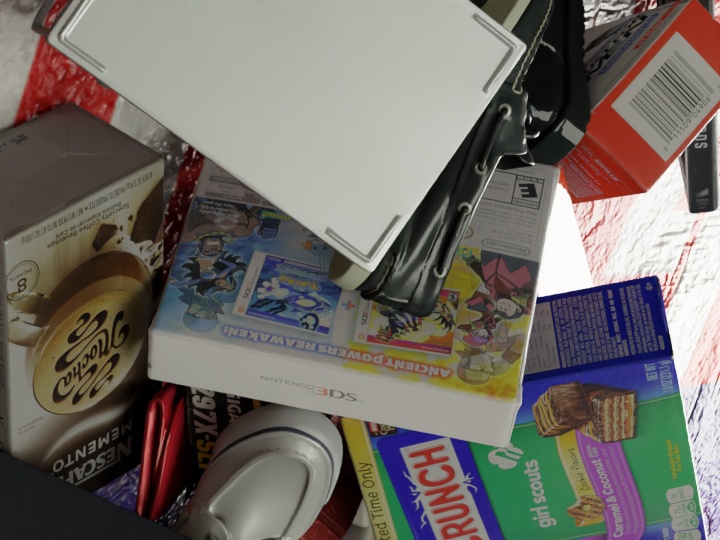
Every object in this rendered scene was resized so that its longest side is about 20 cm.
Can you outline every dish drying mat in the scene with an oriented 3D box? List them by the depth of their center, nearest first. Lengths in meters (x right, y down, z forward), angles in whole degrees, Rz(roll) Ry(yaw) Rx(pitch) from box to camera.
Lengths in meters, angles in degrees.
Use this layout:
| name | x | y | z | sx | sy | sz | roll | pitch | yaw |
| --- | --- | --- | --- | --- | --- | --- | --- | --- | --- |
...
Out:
| name | x | y | z | sx | sy | sz | roll | pitch | yaw |
| --- | --- | --- | --- | --- | --- | --- | --- | --- | --- |
| dish drying mat | -0.093 | 0.084 | 1.495 | 0.200 | 0.018 | 0.077 | -48 | 148 | -74 |

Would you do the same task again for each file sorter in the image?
| name | x | y | z | sx | sy | sz | roll | pitch | yaw |
| --- | --- | --- | --- | --- | --- | --- | --- | --- | --- |
| file sorter | -0.050 | -0.118 | 1.313 | 0.200 | 0.125 | 0.139 | 36 | 86 | -18 |

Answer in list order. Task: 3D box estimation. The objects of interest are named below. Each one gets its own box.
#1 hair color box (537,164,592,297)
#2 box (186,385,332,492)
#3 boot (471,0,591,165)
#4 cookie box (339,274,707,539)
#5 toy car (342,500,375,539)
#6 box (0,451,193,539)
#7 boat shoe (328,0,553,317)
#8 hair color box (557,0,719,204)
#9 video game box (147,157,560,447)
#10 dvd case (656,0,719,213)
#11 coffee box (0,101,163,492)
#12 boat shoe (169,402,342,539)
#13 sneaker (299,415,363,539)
| name | x | y | z | sx | sy | sz | roll | pitch | yaw |
| --- | --- | --- | --- | --- | --- | --- | --- | --- | --- |
| hair color box | 0.078 | -0.010 | 1.611 | 0.064 | 0.111 | 0.200 | -61 | 157 | -21 |
| box | -0.050 | 0.053 | 1.512 | 0.200 | 0.049 | 0.160 | -70 | 165 | -47 |
| boot | 0.056 | -0.160 | 1.508 | 0.073 | 0.198 | 0.162 | -39 | 121 | 24 |
| cookie box | 0.097 | 0.104 | 1.565 | 0.199 | 0.075 | 0.171 | -11 | 131 | 6 |
| toy car | 0.065 | 0.146 | 1.745 | 0.150 | 0.175 | 0.200 | -73 | 166 | -50 |
| box | -0.170 | 0.214 | 1.380 | 0.104 | 0.200 | 0.182 | -74 | -169 | -51 |
| boat shoe | 0.059 | -0.064 | 1.372 | 0.066 | 0.074 | 0.200 | 33 | 74 | -14 |
| hair color box | 0.149 | -0.100 | 1.603 | 0.064 | 0.200 | 0.111 | 44 | 75 | -11 |
| video game box | 0.000 | 0.000 | 1.419 | 0.182 | 0.199 | 0.047 | -75 | 175 | -45 |
| dvd case | 0.212 | -0.160 | 1.690 | 0.025 | 0.151 | 0.200 | -7 | 135 | 3 |
| coffee box | -0.170 | 0.027 | 1.391 | 0.113 | 0.080 | 0.200 | -31 | 138 | -37 |
| boat shoe | -0.075 | 0.152 | 1.423 | 0.200 | 0.072 | 0.066 | -47 | -159 | 36 |
| sneaker | -0.079 | 0.164 | 1.617 | 0.078 | 0.115 | 0.200 | 46 | 62 | -39 |
